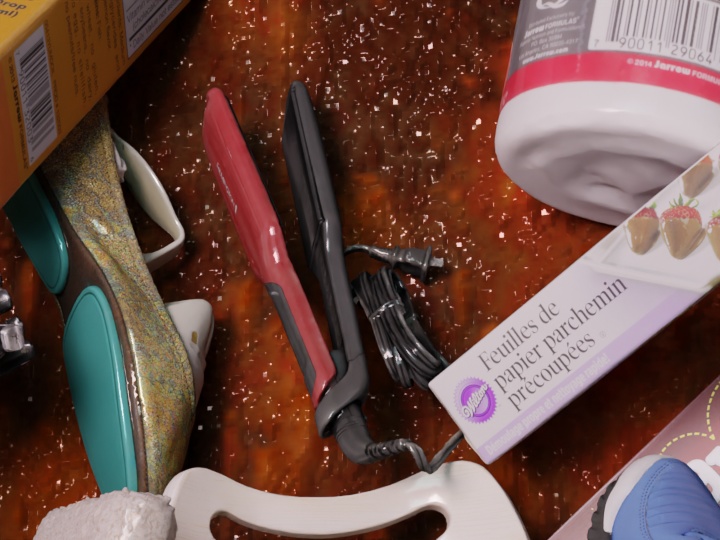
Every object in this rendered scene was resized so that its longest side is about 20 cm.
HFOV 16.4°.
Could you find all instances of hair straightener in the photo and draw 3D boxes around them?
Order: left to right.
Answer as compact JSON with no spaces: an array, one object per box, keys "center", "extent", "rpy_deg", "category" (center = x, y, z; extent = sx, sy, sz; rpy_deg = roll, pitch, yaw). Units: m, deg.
[{"center":[0.000,0.000,0.969],"extent":[0.077,0.041,0.200],"rpy_deg":[-9,47,-18],"category":"hair straightener"}]

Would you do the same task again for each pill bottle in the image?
[{"center":[0.121,-0.125,0.962],"extent":[0.110,0.111,0.201],"rpy_deg":[6,71,18],"category":"pill bottle"}]

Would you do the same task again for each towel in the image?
[{"center":[-0.113,0.144,0.884],"extent":[0.034,0.200,0.133],"rpy_deg":[21,76,-10],"category":"towel"}]

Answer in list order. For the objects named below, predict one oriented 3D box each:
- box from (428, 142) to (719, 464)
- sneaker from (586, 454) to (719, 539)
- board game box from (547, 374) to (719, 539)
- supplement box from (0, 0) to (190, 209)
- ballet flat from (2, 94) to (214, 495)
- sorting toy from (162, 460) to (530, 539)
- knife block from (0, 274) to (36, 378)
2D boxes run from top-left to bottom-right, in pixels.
[{"center":[0.108,-0.003,0.887],"extent":[0.200,0.041,0.039],"rpy_deg":[-41,82,30],"category":"box"},{"center":[0.131,0.134,0.827],"extent":[0.077,0.075,0.201],"rpy_deg":[-50,35,29],"category":"sneaker"},{"center":[0.153,0.089,0.921],"extent":[0.200,0.019,0.103],"rpy_deg":[-44,63,-4],"category":"board game box"},{"center":[-0.130,-0.103,0.996],"extent":[0.066,0.069,0.200],"rpy_deg":[11,35,19],"category":"supplement box"},{"center":[-0.095,0.008,1.003],"extent":[0.070,0.071,0.201],"rpy_deg":[-26,67,5],"category":"ballet flat"},{"center":[-0.001,0.149,0.883],"extent":[0.199,0.107,0.181],"rpy_deg":[0,60,-12],"category":"sorting toy"},{"center":[-0.217,0.047,0.950],"extent":[0.199,0.176,0.064],"rpy_deg":[-26,85,5],"category":"knife block"}]
